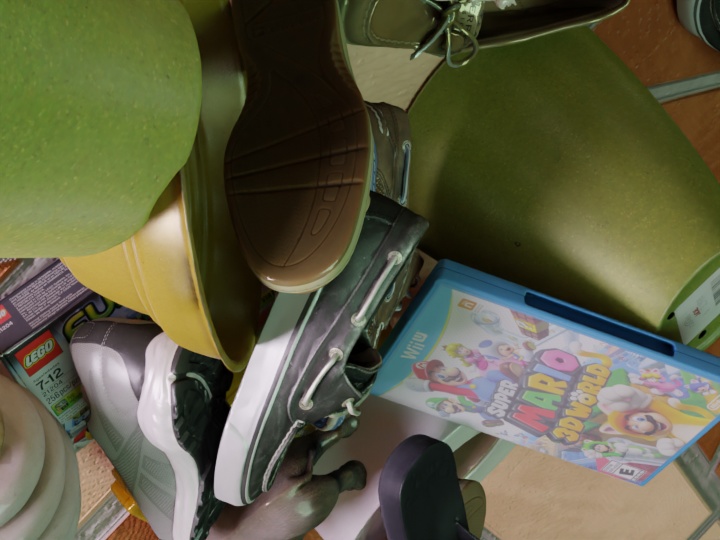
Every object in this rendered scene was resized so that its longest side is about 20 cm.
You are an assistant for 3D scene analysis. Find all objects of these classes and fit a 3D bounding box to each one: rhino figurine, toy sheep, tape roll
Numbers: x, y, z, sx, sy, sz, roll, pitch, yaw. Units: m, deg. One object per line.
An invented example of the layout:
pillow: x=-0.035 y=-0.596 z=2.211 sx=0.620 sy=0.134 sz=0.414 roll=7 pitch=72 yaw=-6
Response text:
rhino figurine: x=-0.074 y=0.165 z=0.938 sx=0.200 sy=0.060 sz=0.087 roll=-44 pitch=172 yaw=37
toy sheep: x=-0.212 y=0.121 z=0.773 sx=0.138 sy=0.138 sz=0.200 roll=-34 pitch=158 yaw=-18
tape roll: x=0.044 y=0.119 z=1.047 sx=0.202 sy=0.071 sz=0.203 roll=-37 pitch=159 yaw=-17

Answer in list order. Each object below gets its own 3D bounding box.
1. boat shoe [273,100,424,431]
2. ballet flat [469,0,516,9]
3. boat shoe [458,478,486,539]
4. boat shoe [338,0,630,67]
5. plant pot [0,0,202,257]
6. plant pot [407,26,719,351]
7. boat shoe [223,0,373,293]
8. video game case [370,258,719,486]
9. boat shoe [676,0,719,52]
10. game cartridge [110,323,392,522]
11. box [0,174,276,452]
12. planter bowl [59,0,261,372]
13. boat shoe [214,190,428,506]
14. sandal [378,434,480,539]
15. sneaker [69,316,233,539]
boat shoe: x=0.000 y=0.000 z=0.843 sx=0.072 sy=0.072 sz=0.201 roll=-16 pitch=126 yaw=-36
ballet flat: x=0.007 y=-0.169 z=0.725 sx=0.199 sy=0.072 sz=0.072 roll=3 pitch=124 yaw=-31
boat shoe: x=0.016 y=0.221 z=1.003 sx=0.200 sy=0.065 sz=0.072 roll=-56 pitch=141 yaw=-21
boat shoe: x=0.072 y=-0.162 z=0.846 sx=0.199 sy=0.063 sz=0.074 roll=-20 pitch=138 yaw=-33
plant pot: x=-0.166 y=-0.080 z=0.561 sx=0.184 sy=0.200 sz=0.201 roll=10 pitch=117 yaw=-54
plant pot: x=0.148 y=-0.037 z=0.931 sx=0.187 sy=0.200 sz=0.188 roll=-28 pitch=141 yaw=-25
boat shoe: x=-0.029 y=-0.067 z=0.731 sx=0.073 sy=0.202 sz=0.063 roll=-13 pitch=144 yaw=5
video game case: x=0.115 y=0.067 z=0.894 sx=0.143 sy=0.199 sz=0.018 roll=121 pitch=-14 yaw=-54
boat shoe: x=0.292 y=-0.174 z=1.074 sx=0.069 sy=0.057 sz=0.200 roll=-52 pitch=146 yaw=7
game cartridge: x=-0.058 y=0.097 z=0.964 sx=0.200 sy=0.032 sz=0.176 roll=-45 pitch=157 yaw=-4
box: x=-0.112 y=0.010 z=0.844 sx=0.200 sy=0.035 sz=0.110 roll=-38 pitch=144 yaw=-13
planter bowl: x=-0.105 y=-0.048 z=0.714 sx=0.083 sy=0.201 sz=0.201 roll=-5 pitch=141 yaw=6
boat shoe: x=-0.023 y=0.050 z=0.779 sx=0.071 sy=0.063 sz=0.201 roll=-59 pitch=172 yaw=-65
sandal: x=0.057 y=0.194 z=0.954 sx=0.076 sy=0.043 sz=0.201 roll=-47 pitch=136 yaw=-30
sneaker: x=-0.112 y=0.091 z=0.823 sx=0.201 sy=0.079 sz=0.074 roll=87 pitch=24 yaw=-49
